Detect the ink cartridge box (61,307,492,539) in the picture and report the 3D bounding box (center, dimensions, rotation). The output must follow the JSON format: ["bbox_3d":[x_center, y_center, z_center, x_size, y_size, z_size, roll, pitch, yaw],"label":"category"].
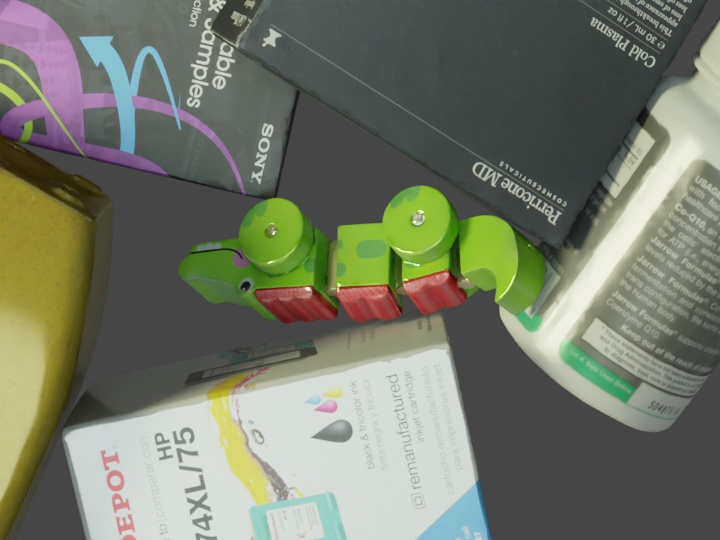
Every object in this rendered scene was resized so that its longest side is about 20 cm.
[{"bbox_3d":[-0.038,0.117,1.260,0.198,0.146,0.148,-13,97,1],"label":"ink cartridge box"}]

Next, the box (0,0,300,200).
[{"bbox_3d":[-0.124,-0.128,1.285,0.198,0.036,0.144,13,97,-4],"label":"box"}]

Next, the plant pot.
[{"bbox_3d":[-0.223,0.025,1.224,0.193,0.196,0.201,30,95,-4],"label":"plant pot"}]

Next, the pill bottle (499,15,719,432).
[{"bbox_3d":[0.169,-0.027,1.247,0.113,0.113,0.201,34,106,-4],"label":"pill bottle"}]

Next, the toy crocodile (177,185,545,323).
[{"bbox_3d":[0.000,0.000,1.265,0.198,0.068,0.062,-4,65,19],"label":"toy crocodile"}]

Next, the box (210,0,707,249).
[{"bbox_3d":[0.056,-0.143,1.231,0.199,0.104,0.183,32,91,-14],"label":"box"}]
